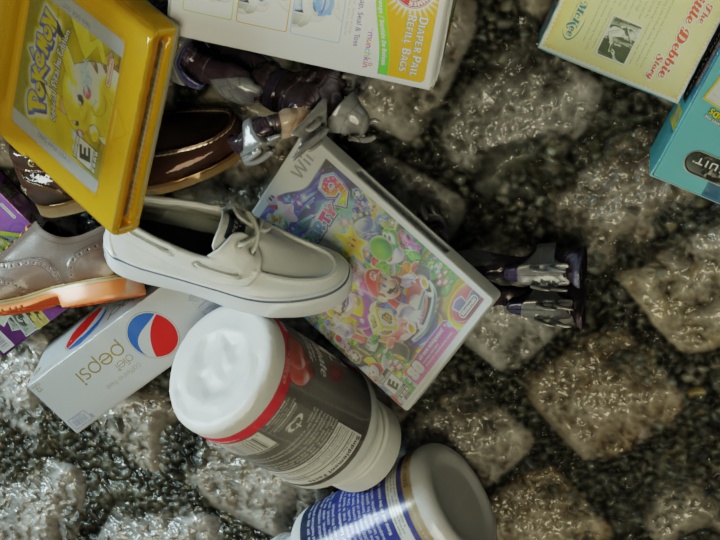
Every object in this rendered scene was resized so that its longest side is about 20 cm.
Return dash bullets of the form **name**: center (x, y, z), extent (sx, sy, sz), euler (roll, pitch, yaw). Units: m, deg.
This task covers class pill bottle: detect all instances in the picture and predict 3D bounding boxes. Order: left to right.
- **pill bottle**: center (-0.055, 0.113, 1.484), extent (0.110, 0.111, 0.200), euler (-28, 142, 24)
- **pill bottle**: center (0.010, 0.242, 1.582), extent (0.199, 0.116, 0.116), euler (-30, 112, 25)

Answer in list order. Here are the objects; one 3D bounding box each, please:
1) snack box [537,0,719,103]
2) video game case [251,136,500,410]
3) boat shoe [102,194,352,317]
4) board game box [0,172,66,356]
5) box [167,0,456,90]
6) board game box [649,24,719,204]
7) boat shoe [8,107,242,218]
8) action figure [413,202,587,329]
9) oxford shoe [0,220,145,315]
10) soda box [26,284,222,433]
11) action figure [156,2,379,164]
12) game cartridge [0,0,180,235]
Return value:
- **snack box**: center (0.218, -0.228, 1.300), extent (0.115, 0.037, 0.201), euler (21, 123, -3)
- **video game case**: center (0.000, 0.000, 1.444), extent (0.200, 0.018, 0.143), euler (42, 128, 8)
- **boat shoe**: center (-0.103, -0.015, 1.405), extent (0.198, 0.074, 0.066), euler (7, 140, -2)
- **board game box**: center (-0.328, -0.030, 1.524), extent (0.120, 0.032, 0.200), euler (-32, 112, 28)
- **box**: center (-0.027, -0.217, 1.304), extent (0.198, 0.113, 0.102), euler (13, 123, 4)
- **board game box**: center (0.324, -0.132, 1.337), extent (0.150, 0.047, 0.201), euler (22, 123, -5)
- **boat shoe**: center (-0.186, -0.096, 1.432), extent (0.198, 0.071, 0.071), euler (-14, 120, 18)
- **action figure**: center (0.082, 0.006, 1.453), extent (0.198, 0.070, 0.131), euler (3, 127, 12)
- **oxford shoe**: center (-0.270, -0.003, 1.491), extent (0.198, 0.071, 0.074), euler (-7, 90, 17)
- **soda box**: center (-0.187, 0.052, 1.526), extent (0.199, 0.068, 0.064), euler (-35, 111, 26)
- **action figure**: center (-0.075, -0.140, 1.350), extent (0.199, 0.130, 0.070), euler (25, 127, 14)
- **game cartridge**: center (-0.222, -0.151, 1.361), extent (0.200, 0.032, 0.177), euler (38, 128, 30)
